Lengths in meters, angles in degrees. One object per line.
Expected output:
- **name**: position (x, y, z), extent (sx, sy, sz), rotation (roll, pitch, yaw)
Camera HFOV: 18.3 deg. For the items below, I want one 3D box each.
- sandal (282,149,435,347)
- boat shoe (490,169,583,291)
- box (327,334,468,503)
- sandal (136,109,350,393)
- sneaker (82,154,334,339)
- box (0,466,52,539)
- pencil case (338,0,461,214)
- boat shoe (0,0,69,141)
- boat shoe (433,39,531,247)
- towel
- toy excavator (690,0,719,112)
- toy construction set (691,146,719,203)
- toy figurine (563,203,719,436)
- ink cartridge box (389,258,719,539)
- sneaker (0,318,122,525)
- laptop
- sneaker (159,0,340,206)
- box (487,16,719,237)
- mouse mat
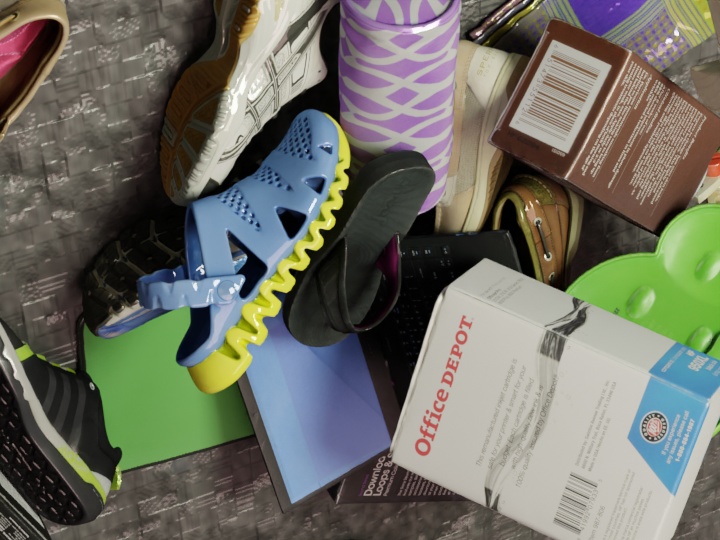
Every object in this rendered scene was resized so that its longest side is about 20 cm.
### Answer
- **sandal**: position (-0.001, 0.000, 1.518), extent (0.075, 0.048, 0.201), rotation (-13, 148, -29)
- **boat shoe**: position (0.121, 0.021, 1.683), extent (0.068, 0.072, 0.200), rotation (-25, 121, -45)
- **box**: position (0.078, 0.118, 1.780), extent (0.200, 0.036, 0.143), rotation (2, 121, -33)
- **sandal**: position (-0.078, -0.022, 1.468), extent (0.087, 0.079, 0.200), rotation (33, 80, -20)
- **sneaker**: position (-0.098, -0.001, 1.557), extent (0.200, 0.079, 0.089), rotation (-27, 131, -10)
- **box**: position (-0.333, 0.166, 1.539), extent (0.164, 0.086, 0.200), rotation (-36, 134, -1)
- **pencil case**: position (0.022, -0.124, 1.492), extent (0.084, 0.086, 0.200), rotation (-14, 140, -15)
- **boat shoe**: position (-0.253, -0.101, 1.393), extent (0.074, 0.069, 0.200), rotation (26, 108, -41)
- **boat shoe**: position (0.073, -0.084, 1.606), extent (0.200, 0.065, 0.072), rotation (103, 12, -48)
- **towel**: position (0.177, -0.173, 1.624), extent (0.200, 0.023, 0.144), rotation (-37, 133, 0)
- **toy excavator**: position (0.212, -0.227, 1.480), extent (0.100, 0.200, 0.195), rotation (-15, 130, -19)
- **toy construction set**: position (0.289, -0.040, 1.753), extent (0.131, 0.092, 0.200), rotation (-26, 144, -10)
- **toy figurine**: position (0.239, 0.050, 1.683), extent (0.200, 0.150, 0.184), rotation (-57, 164, 4)
- **ink cartridge box**: position (0.139, 0.100, 1.556), extent (0.084, 0.200, 0.145), rotation (-34, 145, -62)
- **sneaker**: position (-0.229, 0.090, 1.571), extent (0.083, 0.072, 0.200), rotation (-58, 135, -41)
- **laptop**: position (0.025, 0.076, 1.631), extent (0.200, 0.103, 0.178), rotation (-4, 119, 26)
- **sneaker**: position (-0.065, -0.124, 1.482), extent (0.088, 0.076, 0.200), rotation (9, 119, -35)
- **box**: position (0.178, -0.097, 1.576), extent (0.200, 0.075, 0.100), rotation (24, 94, -58)
- **mouse mat**: position (-0.111, 0.071, 1.652), extent (0.200, 0.008, 0.161), rotation (-15, 130, -21)
